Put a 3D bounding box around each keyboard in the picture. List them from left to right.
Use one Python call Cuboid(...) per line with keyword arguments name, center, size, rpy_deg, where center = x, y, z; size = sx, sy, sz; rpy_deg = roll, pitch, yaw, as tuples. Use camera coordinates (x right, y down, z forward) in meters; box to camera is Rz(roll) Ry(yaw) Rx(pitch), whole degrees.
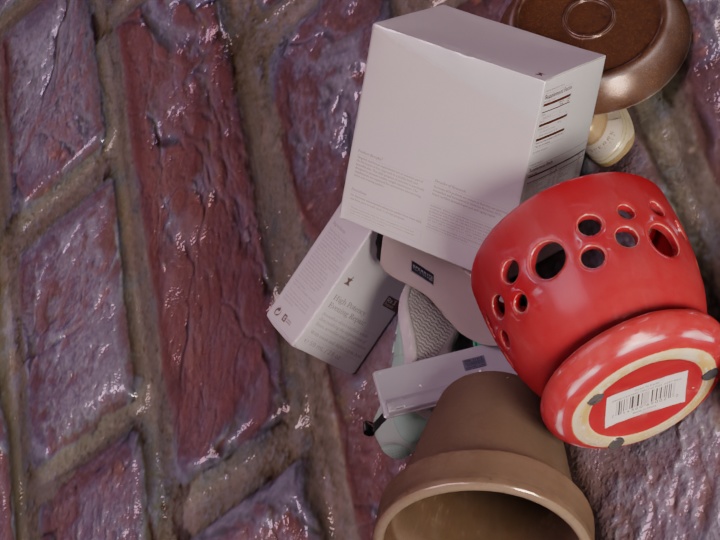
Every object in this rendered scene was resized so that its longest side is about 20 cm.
Cuboid(name="keyboard", center=(0.113, 0.097, 1.689), size=(0.198, 0.011, 0.057), rpy_deg=(-14, 46, -3))

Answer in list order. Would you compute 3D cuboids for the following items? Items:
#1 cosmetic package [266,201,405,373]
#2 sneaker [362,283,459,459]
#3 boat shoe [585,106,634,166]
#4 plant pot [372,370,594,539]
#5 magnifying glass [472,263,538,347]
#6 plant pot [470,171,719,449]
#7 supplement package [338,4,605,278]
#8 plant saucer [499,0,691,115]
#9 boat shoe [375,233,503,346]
Cuboid(name="cosmetic package", center=(0.000, 0.000, 1.871), size=(0.201, 0.101, 0.074), rpy_deg=(-56, 42, 9))
Cuboid(name="sneaker", center=(0.050, 0.097, 1.790), size=(0.202, 0.073, 0.119), rpy_deg=(-82, 19, -44))
Cuboid(name="boat shoe", center=(0.216, -0.195, 1.780), size=(0.074, 0.069, 0.201), rpy_deg=(-43, 45, 20))
Cuboid(name="plant pot", center=(0.118, 0.194, 1.603), size=(0.199, 0.200, 0.176), rpy_deg=(-29, 32, 31))
Cuboid(name="magnifying glass", center=(0.163, 0.003, 1.764), size=(0.079, 0.022, 0.202), rpy_deg=(3, 71, 46))
Cuboid(name="plant pot", center=(0.219, 0.041, 1.555), size=(0.200, 0.200, 0.184), rpy_deg=(-41, 50, 21))
Cuboid(name="supplement package", center=(0.108, -0.128, 1.685), size=(0.190, 0.147, 0.202), rpy_deg=(22, 115, 25))
Cuboid(name="plant saucer", center=(0.231, -0.245, 1.750), size=(0.198, 0.035, 0.202), rpy_deg=(-7, 55, 9))
Cuboid(name="boat shoe", center=(0.110, -0.001, 1.751), size=(0.200, 0.092, 0.075), rpy_deg=(39, 136, 37))
